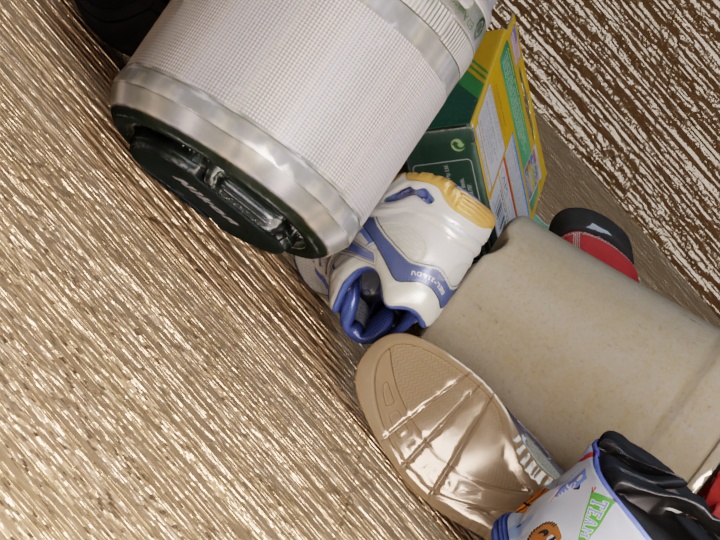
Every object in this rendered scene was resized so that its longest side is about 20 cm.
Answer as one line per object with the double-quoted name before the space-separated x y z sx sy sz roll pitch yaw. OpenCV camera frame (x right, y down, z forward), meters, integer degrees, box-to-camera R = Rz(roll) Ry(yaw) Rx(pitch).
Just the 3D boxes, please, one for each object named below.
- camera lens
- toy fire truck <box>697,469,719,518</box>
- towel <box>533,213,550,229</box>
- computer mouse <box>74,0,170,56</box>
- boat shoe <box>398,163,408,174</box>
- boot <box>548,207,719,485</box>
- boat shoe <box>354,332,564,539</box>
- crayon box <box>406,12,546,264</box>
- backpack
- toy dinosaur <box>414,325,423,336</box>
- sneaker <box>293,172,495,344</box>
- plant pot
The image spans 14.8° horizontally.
"camera lens" -0.031 -0.120 1.546 0.160 0.200 0.160 33 -10 6
"toy fire truck" 0.237 0.130 1.693 0.049 0.141 0.200 31 -20 -3
"towel" 0.063 -0.018 1.874 0.149 0.031 0.200 41 27 11
"computer mouse" -0.143 -0.164 1.759 0.140 0.046 0.200 33 6 -43
"boat shoe" -0.031 -0.138 1.817 0.200 0.074 0.073 54 -2 -19
"boot" 0.192 0.052 1.876 0.200 0.072 0.144 52 23 -26
"boat shoe" 0.073 0.116 1.560 0.200 0.072 0.065 42 -5 -1
"crayon box" 0.076 -0.074 1.812 0.200 0.051 0.126 -67 147 -62
"backpack" 0.144 0.182 1.367 0.191 0.154 0.200 56 3 -4
"toy dinosaur" 0.050 0.011 1.874 0.101 0.058 0.200 41 13 -32
"sneaker" 0.000 0.000 1.608 0.075 0.088 0.200 31 -18 -16
"plant pot" 0.128 0.071 1.668 0.183 0.201 0.200 38 9 5
